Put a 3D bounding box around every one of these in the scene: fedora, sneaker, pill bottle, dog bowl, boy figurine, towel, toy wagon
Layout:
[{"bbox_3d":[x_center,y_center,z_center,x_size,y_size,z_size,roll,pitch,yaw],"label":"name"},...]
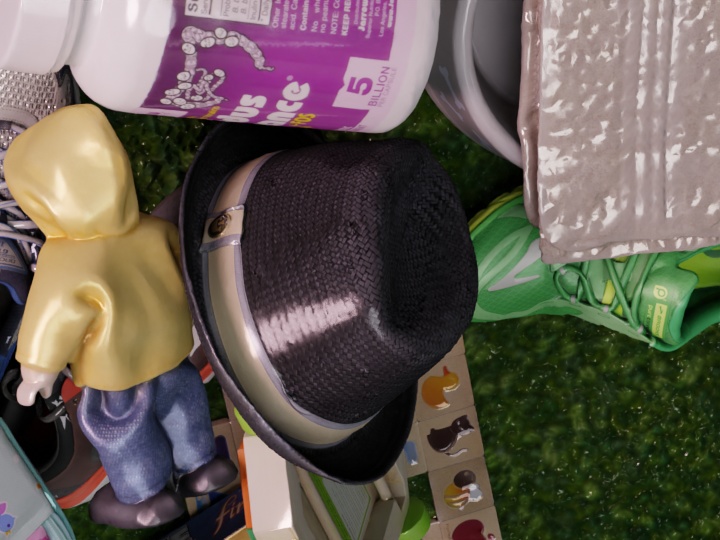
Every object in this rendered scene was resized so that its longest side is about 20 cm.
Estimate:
[{"bbox_3d":[0.000,0.000,1.284,0.091,0.201,0.201,-24,124,30],"label":"fedora"},{"bbox_3d":[0.138,-0.003,1.390,0.199,0.084,0.074,-6,125,-11],"label":"sneaker"},{"bbox_3d":[-0.072,-0.126,1.252,0.199,0.112,0.113,4,115,-21],"label":"pill bottle"},{"bbox_3d":[-0.126,0.040,1.332,0.082,0.077,0.200,6,120,-58],"label":"sneaker"},{"bbox_3d":[0.124,-0.131,1.340,0.199,0.059,0.201,-6,117,-11],"label":"dog bowl"},{"bbox_3d":[-0.176,-0.024,1.298,0.077,0.085,0.201,5,113,-17],"label":"sneaker"},{"bbox_3d":[-0.121,0.022,1.261,0.124,0.064,0.201,-33,113,-43],"label":"boy figurine"},{"bbox_3d":[0.145,-0.101,1.309,0.132,0.035,0.201,-6,116,-13],"label":"towel"},{"bbox_3d":[-0.020,0.114,1.340,0.039,0.200,0.156,-11,124,23],"label":"toy wagon"}]

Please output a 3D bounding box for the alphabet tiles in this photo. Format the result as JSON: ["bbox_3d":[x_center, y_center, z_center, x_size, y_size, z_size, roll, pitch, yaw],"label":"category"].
[{"bbox_3d":[-0.017,0.094,1.444,0.166,0.008,0.201,-16,118,-6],"label":"alphabet tiles"}]

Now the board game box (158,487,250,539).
[{"bbox_3d":[-0.037,0.209,1.472,0.135,0.035,0.200,-32,122,4],"label":"board game box"}]

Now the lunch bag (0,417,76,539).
[{"bbox_3d":[-0.234,0.085,1.291,0.077,0.160,0.200,-42,110,-26],"label":"lunch bag"}]
